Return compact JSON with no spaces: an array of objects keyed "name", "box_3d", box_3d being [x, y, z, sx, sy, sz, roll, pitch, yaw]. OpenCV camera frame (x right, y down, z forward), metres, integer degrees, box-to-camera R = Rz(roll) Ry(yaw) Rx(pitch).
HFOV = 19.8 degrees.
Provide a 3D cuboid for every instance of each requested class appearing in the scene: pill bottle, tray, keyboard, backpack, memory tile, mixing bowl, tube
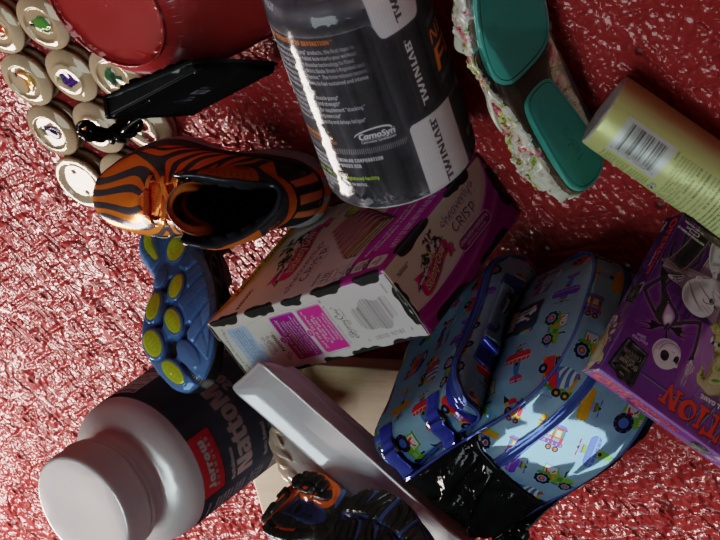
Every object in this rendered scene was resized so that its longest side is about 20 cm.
[{"name":"pill bottle","box_3d":[-0.147,0.137,1.585,0.119,0.200,0.120,19,125,29]},{"name":"tray","box_3d":[-0.002,0.134,1.470,0.200,0.022,0.107,42,160,-2]},{"name":"keyboard","box_3d":[-0.133,-0.117,1.394,0.127,0.200,0.021,-27,88,12]},{"name":"pill bottle","box_3d":[0.000,-0.148,1.336,0.106,0.106,0.201,8,134,34]},{"name":"backpack","box_3d":[0.125,0.069,1.402,0.134,0.183,0.200,36,141,-13]},{"name":"memory tile","box_3d":[-0.213,-0.132,1.603,0.153,0.017,0.201,3,131,38]},{"name":"mixing bowl","box_3d":[-0.144,-0.208,1.391,0.199,0.108,0.201,23,140,20]},{"name":"tube","box_3d":[0.234,-0.046,1.308,0.200,0.052,0.058,35,-175,-2]}]

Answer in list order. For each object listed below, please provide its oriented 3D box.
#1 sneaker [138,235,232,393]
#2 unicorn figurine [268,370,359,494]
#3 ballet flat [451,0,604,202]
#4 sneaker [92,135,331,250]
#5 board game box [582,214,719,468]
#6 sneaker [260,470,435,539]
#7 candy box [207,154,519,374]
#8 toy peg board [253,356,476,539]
[{"name":"sneaker","box_3d":[-0.123,0.026,1.582,0.071,0.200,0.083,-37,120,15]},{"name":"unicorn figurine","box_3d":[-0.005,0.178,1.583,0.137,0.074,0.201,12,119,28]},{"name":"ballet flat","box_3d":[0.094,-0.129,1.314,0.064,0.076,0.201,16,137,50]},{"name":"sneaker","box_3d":[-0.130,-0.057,1.513,0.199,0.112,0.078,-4,98,27]},{"name":"board game box","box_3d":[0.251,0.068,1.322,0.200,0.120,0.032,34,168,-14]},{"name":"sneaker","box_3d":[0.009,0.198,1.472,0.078,0.075,0.200,41,171,-28]},{"name":"candy box","box_3d":[0.000,0.000,1.469,0.200,0.136,0.061,-19,115,47]},{"name":"toy peg board","box_3d":[0.013,0.145,1.669,0.199,0.098,0.200,1,114,38]}]
